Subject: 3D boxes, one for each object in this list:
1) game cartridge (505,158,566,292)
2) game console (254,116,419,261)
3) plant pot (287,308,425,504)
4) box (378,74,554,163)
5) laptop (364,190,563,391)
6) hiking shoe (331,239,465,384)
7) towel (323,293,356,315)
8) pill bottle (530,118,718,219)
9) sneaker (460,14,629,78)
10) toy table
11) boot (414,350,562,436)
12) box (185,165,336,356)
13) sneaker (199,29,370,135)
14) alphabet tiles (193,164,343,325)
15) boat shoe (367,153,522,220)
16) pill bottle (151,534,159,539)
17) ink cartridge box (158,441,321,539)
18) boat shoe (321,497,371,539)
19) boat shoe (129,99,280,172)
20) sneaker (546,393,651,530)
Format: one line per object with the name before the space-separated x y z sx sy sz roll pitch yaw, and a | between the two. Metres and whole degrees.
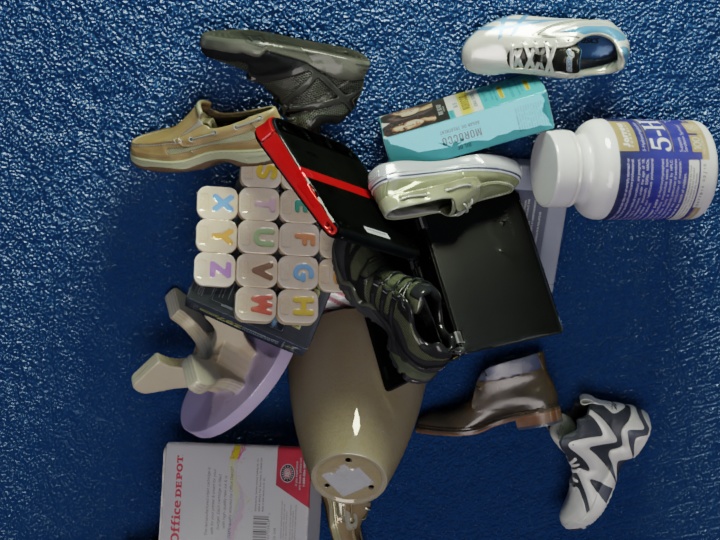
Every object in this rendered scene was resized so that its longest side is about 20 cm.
game cartridge | 0.187 -0.046 1.713 0.132 0.042 0.202 5 116 -2
game console | -0.026 -0.089 1.542 0.031 0.178 0.200 -41 155 20
plant pot | -0.008 0.185 1.699 0.185 0.201 0.188 2 131 2
box | 0.124 -0.177 1.618 0.198 0.082 0.049 -16 115 4
laptop | 0.110 0.024 1.653 0.199 0.189 0.115 -30 157 36
hiking shoe | 0.048 0.026 1.557 0.201 0.076 0.101 55 136 4
towel | 0.000 0.000 1.729 0.145 0.030 0.201 25 110 -15
pill bottle | 0.310 -0.120 1.621 0.198 0.120 0.121 -1 117 -15
sneaker | 0.216 -0.257 1.591 0.198 0.073 0.072 -3 118 -1
toy table | -0.185 0.109 1.696 0.117 0.184 0.200 35 98 -36
boot | 0.165 0.165 1.812 0.198 0.075 0.098 -8 91 13
box | -0.100 -0.020 1.625 0.157 0.051 0.201 22 75 -4
sneaker | -0.096 -0.216 1.587 0.198 0.076 0.115 11 109 -15
alphabet tiles | -0.096 -0.037 1.595 0.194 0.015 0.202 4 75 -11
boat shoe | 0.102 -0.092 1.601 0.198 0.063 0.072 -6 158 -22
pill bottle | -0.225 0.408 1.865 0.198 0.112 0.113 -13 117 2
ink cartridge box | -0.153 0.300 1.777 0.198 0.086 0.149 2 82 12
boat shoe | -0.015 0.317 1.860 0.064 0.072 0.202 -13 111 4
boat shoe | -0.182 -0.165 1.596 0.198 0.072 0.077 -5 122 14
sneaker | 0.290 0.251 1.845 0.129 0.080 0.200 25 117 -9
